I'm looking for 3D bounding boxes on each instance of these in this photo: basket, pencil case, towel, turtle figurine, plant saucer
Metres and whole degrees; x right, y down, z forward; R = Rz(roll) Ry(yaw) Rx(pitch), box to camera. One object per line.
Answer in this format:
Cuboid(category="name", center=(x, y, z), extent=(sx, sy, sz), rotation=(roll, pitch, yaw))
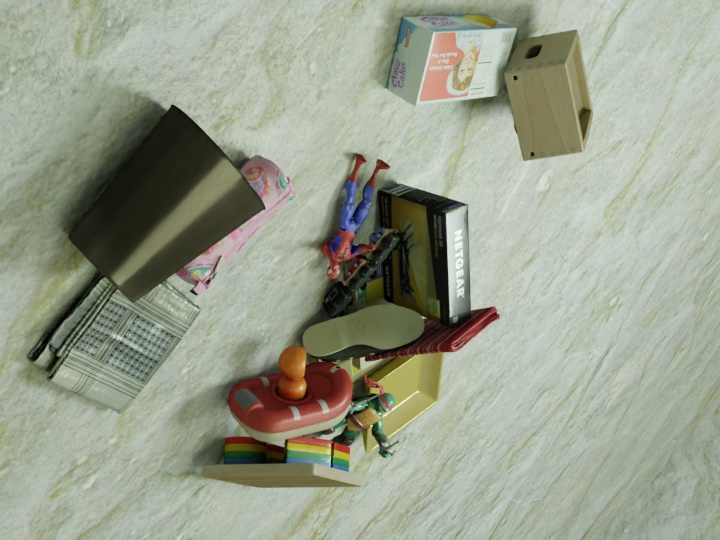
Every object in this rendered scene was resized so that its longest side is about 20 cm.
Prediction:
Cuboid(category="basket", center=(-0.243, -0.068, 1.201), extent=(0.200, 0.136, 0.180), rotation=(-45, 130, -8))
Cuboid(category="pencil case", center=(-0.176, -0.062, 1.322), extent=(0.200, 0.087, 0.087), rotation=(-49, 144, -12))
Cuboid(category="towel", center=(-0.319, 0.088, 1.315), extent=(0.193, 0.035, 0.200), rotation=(-52, 144, -6))
Cuboid(category="turtle figurine", center=(0.000, 0.267, 1.725), extent=(0.200, 0.101, 0.150), rotation=(-34, 113, 27))
Cuboid(category="towel", center=(0.117, 0.108, 1.616), extent=(0.145, 0.200, 0.023), rotation=(-31, 103, -42))
Cuboid(category="plant saucer", center=(0.071, 0.224, 1.865), extent=(0.200, 0.048, 0.200), rotation=(-31, 143, -31))

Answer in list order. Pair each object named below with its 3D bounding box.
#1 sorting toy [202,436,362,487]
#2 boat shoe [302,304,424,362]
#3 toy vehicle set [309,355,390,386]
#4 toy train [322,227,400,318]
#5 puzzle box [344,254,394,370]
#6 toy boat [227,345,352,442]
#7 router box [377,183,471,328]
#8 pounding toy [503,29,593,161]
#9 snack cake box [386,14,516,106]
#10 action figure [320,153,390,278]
Cuboid(category="sorting toy", center=(-0.123, 0.312, 1.615), extent=(0.199, 0.199, 0.070), rotation=(37, 52, -62))
Cuboid(category="boat shoe", center=(0.008, 0.104, 1.614), extent=(0.201, 0.074, 0.063), rotation=(-12, 164, 9))
Cuboid(category="toy vehicle set", center=(-0.003, 0.142, 1.739), extent=(0.200, 0.026, 0.124), rotation=(-33, 139, -30))
Cuboid(category="toy train", center=(0.000, 0.000, 1.573), extent=(0.034, 0.046, 0.200), rotation=(2, 136, -46))
Cuboid(category="puzzle box", center=(0.036, 0.058, 1.684), extent=(0.133, 0.025, 0.201), rotation=(-23, 122, -35))
Cuboid(category="toy boat", center=(-0.105, 0.179, 1.548), extent=(0.200, 0.130, 0.131), rotation=(-9, 119, -35))
Cuboid(category="router box", center=(0.103, -0.026, 1.582), extent=(0.052, 0.157, 0.201), rotation=(-23, 119, -35))
Cuboid(category="pounding toy", center=(0.304, -0.286, 1.646), extent=(0.200, 0.142, 0.184), rotation=(-61, 140, -53))
Cuboid(category="snack cake box", center=(0.141, -0.324, 1.503), extent=(0.200, 0.067, 0.115), rotation=(-15, 130, -43))
Cuboid(category="action figure", center=(-0.007, -0.067, 1.507), extent=(0.065, 0.099, 0.200), rotation=(11, 113, -25))
